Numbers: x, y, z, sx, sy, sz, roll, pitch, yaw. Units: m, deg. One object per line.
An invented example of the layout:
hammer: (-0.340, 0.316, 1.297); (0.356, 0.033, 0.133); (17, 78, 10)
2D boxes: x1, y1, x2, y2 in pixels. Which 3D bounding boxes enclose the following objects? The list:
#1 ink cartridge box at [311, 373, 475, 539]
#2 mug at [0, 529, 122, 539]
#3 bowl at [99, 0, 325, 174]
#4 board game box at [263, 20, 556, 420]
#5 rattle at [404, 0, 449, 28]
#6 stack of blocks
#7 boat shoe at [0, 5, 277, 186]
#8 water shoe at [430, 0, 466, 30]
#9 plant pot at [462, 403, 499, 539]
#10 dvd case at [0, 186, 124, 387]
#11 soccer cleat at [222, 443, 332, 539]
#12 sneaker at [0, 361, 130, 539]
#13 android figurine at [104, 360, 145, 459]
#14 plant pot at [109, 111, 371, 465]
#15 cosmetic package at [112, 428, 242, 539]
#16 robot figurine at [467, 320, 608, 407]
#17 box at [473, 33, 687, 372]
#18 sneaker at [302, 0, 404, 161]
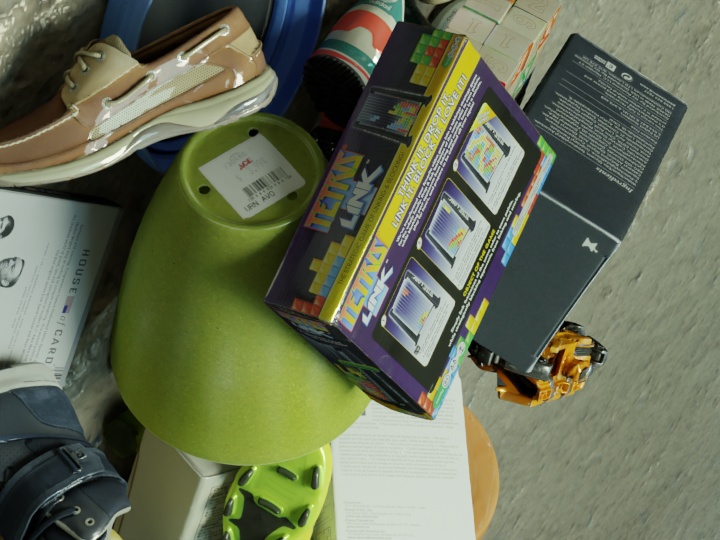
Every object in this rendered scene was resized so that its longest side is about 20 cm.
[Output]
ink cartridge box: (0.018, 0.113, 1.688); (0.109, 0.050, 0.201); (4, 68, -22)
mug: (-0.211, 0.207, 1.543); (0.187, 0.149, 0.153); (-65, 159, 14)
bowl: (-0.098, -0.160, 1.545); (0.201, 0.039, 0.201); (-38, 141, -39)
board game box: (0.035, -0.028, 1.470); (0.200, 0.057, 0.165); (-64, 146, -14)
rattle: (0.003, -0.216, 1.641); (0.143, 0.130, 0.200); (-33, 166, -28)
stack of blocks: (0.065, -0.109, 1.637); (0.200, 0.058, 0.115); (-55, 170, -46)
boat shoe: (-0.152, -0.108, 1.428); (0.199, 0.076, 0.072); (-22, 110, -15)
water shoe: (0.066, -0.109, 1.809); (0.071, 0.079, 0.201); (4, 108, -59)
plant pot: (0.016, 0.170, 1.774); (0.200, 0.200, 0.140); (-46, -177, -30)
dvd case: (-0.237, 0.018, 1.469); (0.200, 0.025, 0.151); (7, 105, -60)
soccer cleat: (-0.061, 0.181, 1.637); (0.084, 0.065, 0.201); (-51, 161, -58)
sneaker: (-0.233, 0.139, 1.412); (0.202, 0.146, 0.077); (-16, 149, -40)
android figurine: (-0.105, 0.062, 1.704); (0.200, 0.041, 0.183); (-25, 132, -47)
plant pot: (-0.070, -0.005, 1.513); (0.187, 0.187, 0.200); (-46, 160, -29)
cosmetic package: (-0.118, 0.189, 1.687); (0.103, 0.073, 0.200); (-12, 135, -40)
robot figurine: (0.096, 0.051, 1.858); (0.145, 0.200, 0.058); (-10, 120, -55)
box: (0.140, -0.052, 1.722); (0.149, 0.107, 0.200); (-58, 180, 39)
sneaker: (0.009, -0.130, 1.677); (0.094, 0.070, 0.200); (-56, 166, -18)
